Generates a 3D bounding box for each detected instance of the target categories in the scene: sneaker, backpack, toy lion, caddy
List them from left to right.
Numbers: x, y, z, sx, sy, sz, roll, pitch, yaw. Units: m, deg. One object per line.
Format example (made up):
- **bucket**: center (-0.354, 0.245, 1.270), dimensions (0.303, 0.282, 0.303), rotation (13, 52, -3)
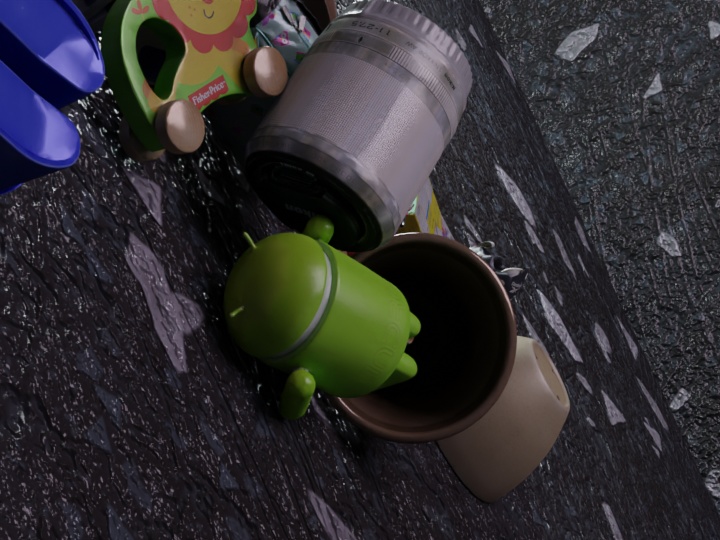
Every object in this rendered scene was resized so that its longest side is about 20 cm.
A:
- **caddy**: center (-0.265, -0.138, 1.004), dimensions (0.200, 0.104, 0.142), rotation (47, 43, -42)
- **sneaker**: center (-0.216, -0.260, 1.395), dimensions (0.199, 0.080, 0.116), rotation (33, 34, -56)
- **toy lion**: center (-0.156, -0.220, 1.336), dimensions (0.200, 0.068, 0.193), rotation (-41, 116, -44)
- **backpack**: center (-0.093, -0.190, 1.540), dimensions (0.127, 0.166, 0.201), rotation (-43, 111, -30)
- **sneaker**: center (0.178, 0.053, 1.994), dimensions (0.200, 0.129, 0.079), rotation (65, 17, 13)

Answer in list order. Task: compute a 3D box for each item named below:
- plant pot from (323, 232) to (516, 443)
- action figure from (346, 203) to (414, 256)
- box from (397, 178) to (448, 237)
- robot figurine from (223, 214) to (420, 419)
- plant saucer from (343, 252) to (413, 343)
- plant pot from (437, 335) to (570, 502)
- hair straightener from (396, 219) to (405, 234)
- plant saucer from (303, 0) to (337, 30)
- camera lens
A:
- **plant pot**: center (0.049, 0.068, 1.518), dimensions (0.201, 0.199, 0.175), rotation (61, -3, 2)
- **action figure**: center (0.052, -0.011, 1.653), dimensions (0.200, 0.099, 0.066), rotation (19, 42, -63)
- **box**: center (0.079, -0.022, 1.864), dimensions (0.118, 0.048, 0.201), rotation (-78, 153, -51)
- **robot figurine**: center (-0.036, 0.040, 1.341), dimensions (0.199, 0.115, 0.177), rotation (29, 57, -38)
- **plant saucer**: center (0.000, 0.000, 1.703), dimensions (0.201, 0.035, 0.201), rotation (53, 18, -25)
- **plant pot**: center (0.167, 0.153, 1.783), dimensions (0.201, 0.134, 0.201), rotation (54, 17, -25)
- **hair straightener**: center (0.026, -0.076, 1.683), dimensions (0.200, 0.041, 0.078), rotation (-29, 126, -82)
- **plant saucer**: center (-0.087, -0.321, 1.749), dimensions (0.200, 0.037, 0.201), rotation (38, -34, 32)
- **camera lens**: center (-0.002, -0.131, 1.418), dimensions (0.160, 0.159, 0.201), rotation (49, 62, -36)
